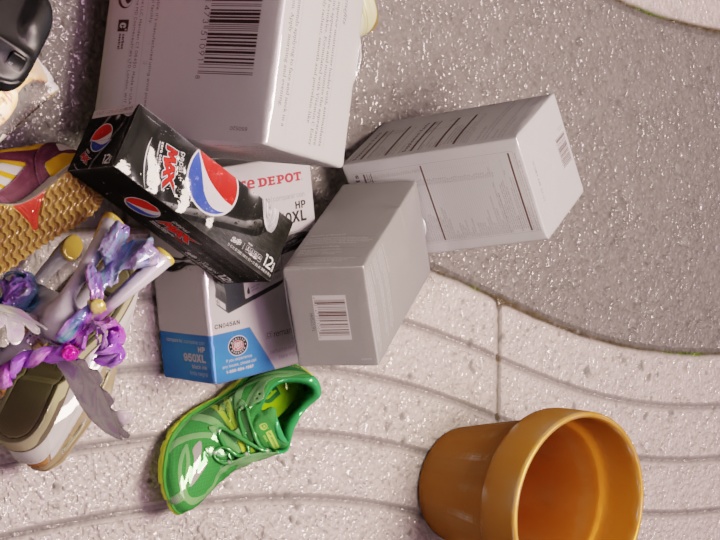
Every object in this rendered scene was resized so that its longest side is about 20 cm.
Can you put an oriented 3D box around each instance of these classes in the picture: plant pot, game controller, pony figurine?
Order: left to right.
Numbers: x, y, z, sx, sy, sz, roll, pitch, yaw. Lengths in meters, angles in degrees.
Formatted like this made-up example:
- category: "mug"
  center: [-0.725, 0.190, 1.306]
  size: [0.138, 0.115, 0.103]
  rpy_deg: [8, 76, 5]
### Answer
- category: "game controller"
  center: [-0.348, -0.233, 1.471]
  size: [0.200, 0.042, 0.105]
  rpy_deg: [33, 50, -21]
- category: "pony figurine"
  center: [-0.249, 0.046, 1.498]
  size: [0.167, 0.193, 0.200]
  rpy_deg: [48, 70, -22]
- category: "plant pot"
  center: [0.168, 0.240, 1.900]
  size: [0.199, 0.183, 0.202]
  rpy_deg: [-3, 95, -41]

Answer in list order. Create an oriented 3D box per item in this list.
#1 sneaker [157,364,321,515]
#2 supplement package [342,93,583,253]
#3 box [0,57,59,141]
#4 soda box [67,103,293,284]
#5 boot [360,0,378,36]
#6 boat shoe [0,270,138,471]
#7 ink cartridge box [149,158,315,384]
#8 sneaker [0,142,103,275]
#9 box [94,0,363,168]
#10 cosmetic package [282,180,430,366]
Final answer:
- category: "sneaker"
  center: [-0.116, 0.153, 1.707]
  size: [0.200, 0.083, 0.074]
  rpy_deg: [-45, 121, -29]
- category: "supplement package"
  center: [0.102, -0.093, 1.791]
  size: [0.110, 0.199, 0.114]
  rpy_deg: [-48, 125, -51]
- category: "box"
  center: [-0.349, -0.120, 1.502]
  size: [0.200, 0.050, 0.075]
  rpy_deg: [-49, 122, -27]
- category: "soda box"
  center: [-0.153, -0.063, 1.552]
  size: [0.200, 0.071, 0.064]
  rpy_deg: [38, 63, -38]
- category: "boot"
  center: [-0.076, -0.287, 1.720]
  size: [0.154, 0.072, 0.201]
  rpy_deg: [-38, 117, -30]
- category: "boat shoe"
  center: [-0.255, 0.085, 1.595]
  size: [0.201, 0.074, 0.069]
  rpy_deg: [-59, 147, -24]
- category: "ink cartridge box"
  center: [-0.117, -0.006, 1.693]
  size: [0.144, 0.084, 0.201]
  rpy_deg: [-13, 101, -41]
- category: "sneaker"
  center: [-0.313, -0.052, 1.514]
  size: [0.200, 0.090, 0.075]
  rpy_deg: [-28, 131, -42]
- category: "box"
  center: [-0.115, -0.202, 1.587]
  size: [0.130, 0.199, 0.200]
  rpy_deg: [12, 84, -58]
- category: "cosmetic package"
  center: [0.000, 0.000, 1.698]
  size: [0.200, 0.090, 0.107]
  rpy_deg: [-60, 144, -62]
